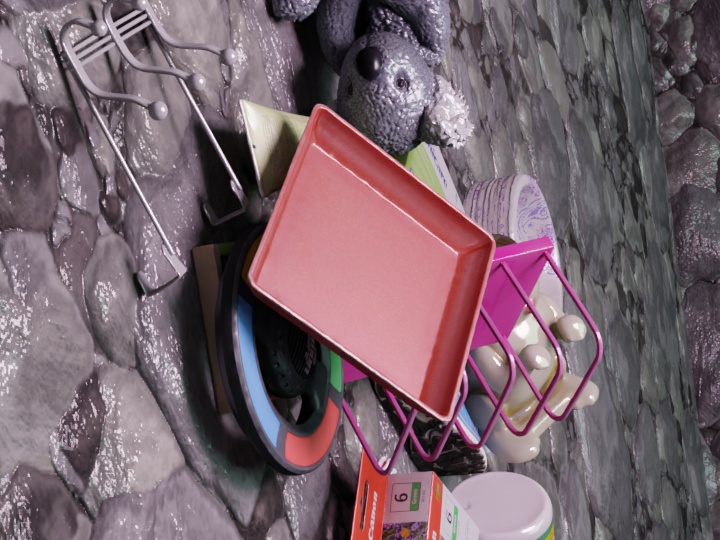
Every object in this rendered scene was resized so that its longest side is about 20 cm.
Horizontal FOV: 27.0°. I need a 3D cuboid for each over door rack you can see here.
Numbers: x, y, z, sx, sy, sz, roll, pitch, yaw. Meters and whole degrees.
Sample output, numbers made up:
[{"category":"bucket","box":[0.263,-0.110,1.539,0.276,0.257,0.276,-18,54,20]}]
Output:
[{"category":"over door rack","box":[-0.133,-0.105,1.084,0.148,0.066,0.201,-54,130,-61]}]

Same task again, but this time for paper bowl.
[{"category":"paper bowl","box":[0.162,-0.007,1.754,0.201,0.104,0.202,-9,90,-70]}]

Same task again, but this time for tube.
[{"category":"tube","box":[-0.059,-0.103,1.260,0.052,0.058,0.200,-56,170,13]}]

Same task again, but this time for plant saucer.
[{"category":"plant saucer","box":[0.007,-0.003,1.180,0.200,0.037,0.200,36,47,-19]}]

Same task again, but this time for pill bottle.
[{"category":"pill bottle","box":[0.147,0.319,1.543,0.113,0.112,0.201,-64,152,-57]}]

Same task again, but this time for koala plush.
[{"category":"koala plush","box":[0.024,-0.195,1.398,0.184,0.176,0.201,51,31,-70]}]

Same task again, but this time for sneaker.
[{"category":"sneaker","box":[0.081,0.133,1.520,0.089,0.078,0.200,-74,148,-44]}]

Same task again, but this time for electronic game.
[{"category":"electronic game","box":[-0.059,0.061,1.180,0.200,0.041,0.201,-10,90,-69]}]

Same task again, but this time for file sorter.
[{"category":"file sorter","box":[0.089,0.078,1.295,0.126,0.199,0.139,60,-31,31]}]

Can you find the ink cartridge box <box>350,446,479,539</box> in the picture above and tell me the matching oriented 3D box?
[{"category":"ink cartridge box","box":[0.052,0.246,1.357,0.200,0.050,0.109,56,35,-50]}]

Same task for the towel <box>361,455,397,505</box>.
[{"category":"towel","box":[0.044,0.283,1.426,0.200,0.030,0.147,56,32,-48]}]

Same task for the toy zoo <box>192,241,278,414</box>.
[{"category":"toy zoo","box":[-0.075,0.039,1.235,0.200,0.020,0.132,-7,88,-69]}]

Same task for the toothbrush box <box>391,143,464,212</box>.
[{"category":"toothbrush box","box":[0.032,-0.041,1.458,0.200,0.086,0.146,-75,148,-46]}]

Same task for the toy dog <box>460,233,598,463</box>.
[{"category":"toy dog","box":[0.148,0.060,1.553,0.139,0.194,0.201,-30,127,-22]}]
